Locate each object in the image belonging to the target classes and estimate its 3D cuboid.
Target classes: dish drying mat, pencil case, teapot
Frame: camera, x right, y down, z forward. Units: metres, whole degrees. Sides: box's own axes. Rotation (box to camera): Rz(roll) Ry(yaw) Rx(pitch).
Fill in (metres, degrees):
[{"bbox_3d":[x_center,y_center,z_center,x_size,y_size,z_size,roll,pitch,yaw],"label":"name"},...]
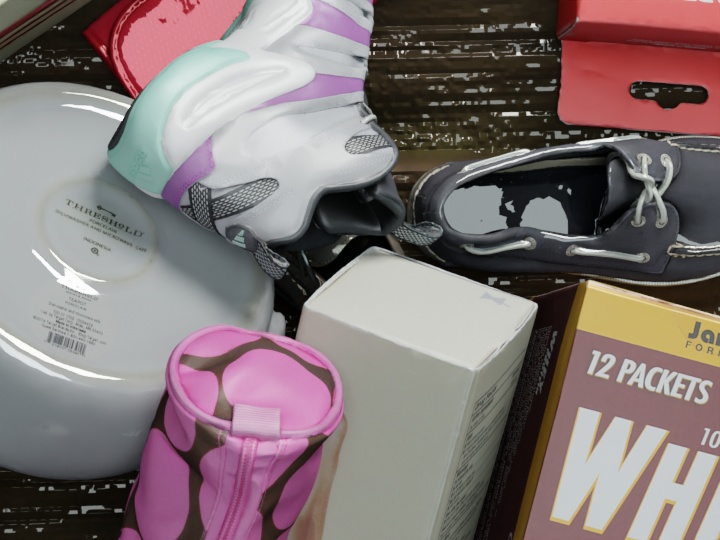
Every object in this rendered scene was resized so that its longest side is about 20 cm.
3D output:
[{"bbox_3d":[-0.034,-0.146,1.435,0.200,0.018,0.077,-38,91,-5],"label":"dish drying mat"},{"bbox_3d":[-0.070,0.127,1.268,0.090,0.094,0.201,19,112,3],"label":"pencil case"},{"bbox_3d":[-0.139,0.023,1.360,0.197,0.146,0.200,-21,67,-37],"label":"teapot"}]

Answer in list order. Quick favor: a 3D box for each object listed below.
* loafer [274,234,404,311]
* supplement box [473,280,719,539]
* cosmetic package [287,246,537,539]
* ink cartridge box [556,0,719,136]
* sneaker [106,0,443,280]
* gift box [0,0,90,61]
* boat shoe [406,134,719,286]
[{"bbox_3d":[0.000,0.000,1.400,0.072,0.063,0.200,-37,93,-33],"label":"loafer"},{"bbox_3d":[0.127,0.119,1.342,0.132,0.200,0.198,15,86,-3],"label":"supplement box"},{"bbox_3d":[0.005,0.104,1.339,0.087,0.103,0.201,20,110,14],"label":"cosmetic package"},{"bbox_3d":[0.159,-0.169,1.426,0.116,0.067,0.201,4,87,-4],"label":"ink cartridge box"},{"bbox_3d":[-0.010,-0.068,1.358,0.140,0.078,0.200,40,55,2],"label":"sneaker"},{"bbox_3d":[-0.177,-0.182,1.341,0.186,0.200,0.185,-35,95,-7],"label":"gift box"},{"bbox_3d":[0.123,-0.029,1.418,0.199,0.063,0.073,-2,89,-4],"label":"boat shoe"}]
